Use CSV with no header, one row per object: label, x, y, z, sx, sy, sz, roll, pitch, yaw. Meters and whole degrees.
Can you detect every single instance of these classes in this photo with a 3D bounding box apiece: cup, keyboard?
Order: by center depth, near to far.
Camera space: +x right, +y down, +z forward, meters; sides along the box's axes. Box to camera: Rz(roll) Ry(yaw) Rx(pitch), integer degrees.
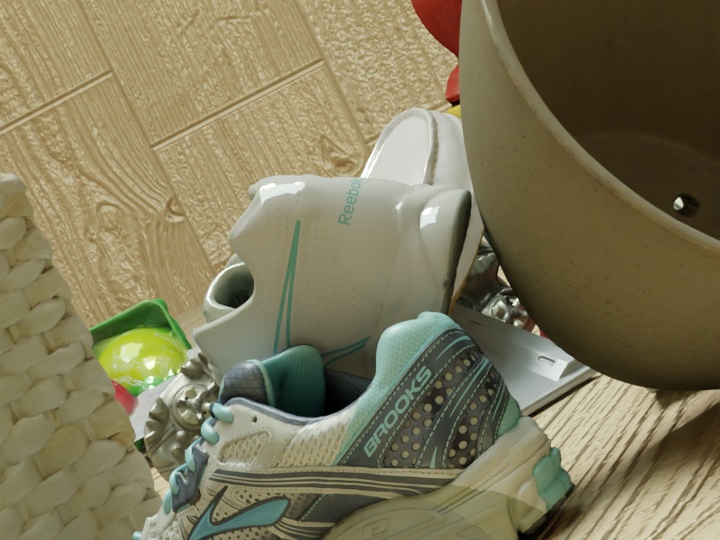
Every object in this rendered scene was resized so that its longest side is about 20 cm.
cup,0.115,-0.041,0.887,0.200,0.200,0.143,-29,-22,-30
keyboard,0.014,0.027,1.171,0.056,0.011,0.200,-34,33,-27

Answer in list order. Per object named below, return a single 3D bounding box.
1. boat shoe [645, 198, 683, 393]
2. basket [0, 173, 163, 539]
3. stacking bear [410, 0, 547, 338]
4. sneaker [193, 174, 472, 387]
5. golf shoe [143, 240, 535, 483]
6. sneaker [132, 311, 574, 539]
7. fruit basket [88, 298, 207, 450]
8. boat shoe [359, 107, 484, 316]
boat shoe,0.121,-0.004,1.057,0.064,0.071,0.200,-32,11,8
basket,-0.193,0.089,0.973,0.161,0.199,0.200,-22,4,28
stacking bear,0.087,-0.073,1.210,0.121,0.200,0.114,-23,5,43
sneaker,-0.018,0.029,0.950,0.201,0.080,0.071,106,178,-51
golf shoe,-0.013,0.060,1.253,0.200,0.078,0.097,-22,-16,-25
sneaker,-0.026,0.070,0.896,0.200,0.087,0.078,-25,4,32
fruit basket,-0.169,0.099,1.751,0.185,0.094,0.200,-27,19,11
boat shoe,0.000,0.000,1.120,0.071,0.069,0.200,-34,31,42
